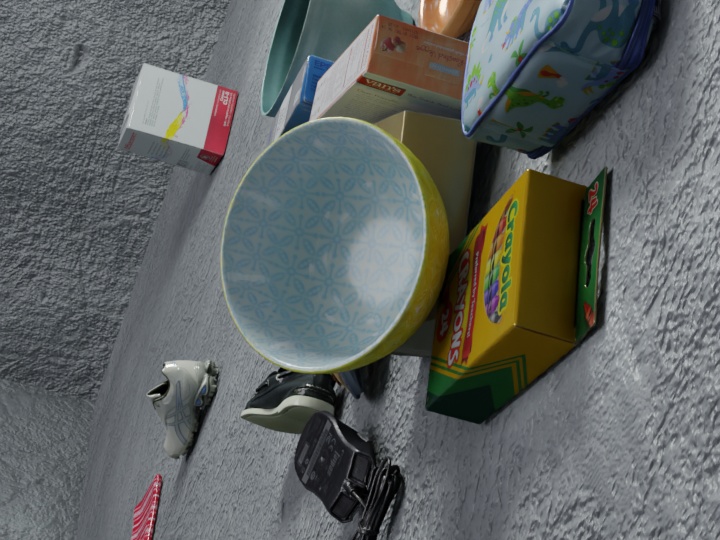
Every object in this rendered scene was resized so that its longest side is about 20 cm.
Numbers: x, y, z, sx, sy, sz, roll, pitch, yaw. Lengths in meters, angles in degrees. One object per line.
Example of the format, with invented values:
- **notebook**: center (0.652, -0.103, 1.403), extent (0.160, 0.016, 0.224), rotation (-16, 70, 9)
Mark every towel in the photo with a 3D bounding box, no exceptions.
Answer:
- **towel**: center (-0.380, 0.468, 2.625), extent (0.145, 0.022, 0.201), rotation (124, 157, -51)

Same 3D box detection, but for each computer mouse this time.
- **computer mouse**: center (-0.016, 0.216, 1.395), extent (0.200, 0.046, 0.141), rotation (26, 97, 65)

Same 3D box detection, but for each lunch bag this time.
- **lunch bag**: center (0.145, -0.189, 1.108), extent (0.200, 0.082, 0.162), rotation (128, 153, -58)

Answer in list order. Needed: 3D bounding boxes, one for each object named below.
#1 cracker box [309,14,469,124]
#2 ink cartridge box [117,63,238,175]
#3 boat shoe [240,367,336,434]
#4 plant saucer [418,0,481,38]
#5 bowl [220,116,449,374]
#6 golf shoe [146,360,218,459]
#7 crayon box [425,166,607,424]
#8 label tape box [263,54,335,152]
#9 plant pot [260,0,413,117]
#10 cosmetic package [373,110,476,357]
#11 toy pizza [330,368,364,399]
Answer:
- **cracker box**: center (0.043, -0.156, 1.369), extent (0.200, 0.133, 0.058), rotation (152, 132, -71)
- **ink cartridge box**: center (-0.366, -0.299, 3.028), extent (0.145, 0.199, 0.145), rotation (145, 138, -69)
- **boat shoe**: center (-0.075, 0.134, 1.656), extent (0.199, 0.074, 0.066), rotation (144, 142, -68)
- **plant saucer**: center (0.109, -0.313, 1.484), extent (0.200, 0.037, 0.201), rotation (-165, 90, -77)
- **bowl**: center (-0.002, -0.013, 1.204), extent (0.199, 0.107, 0.201), rotation (-7, 78, 35)
- **golf shoe**: center (-0.293, 0.212, 2.400), extent (0.078, 0.097, 0.201), rotation (-96, 23, -52)
- **crayon box**: center (0.109, 0.016, 1.093), extent (0.200, 0.051, 0.128), rotation (128, 154, -57)
- **label tape box**: center (-0.021, -0.125, 1.570), extent (0.200, 0.143, 0.064), rotation (127, 155, -57)
- **plant pot**: center (-0.020, -0.255, 1.732), extent (0.200, 0.133, 0.201), rotation (-165, 90, -76)
- **cosmetic package**: center (0.041, -0.029, 1.312), extent (0.105, 0.071, 0.201), rotation (166, 112, -71)
- **toy pizza**: center (-0.046, 0.035, 1.487), extent (0.200, 0.032, 0.201), rotation (-22, -90, -87)
